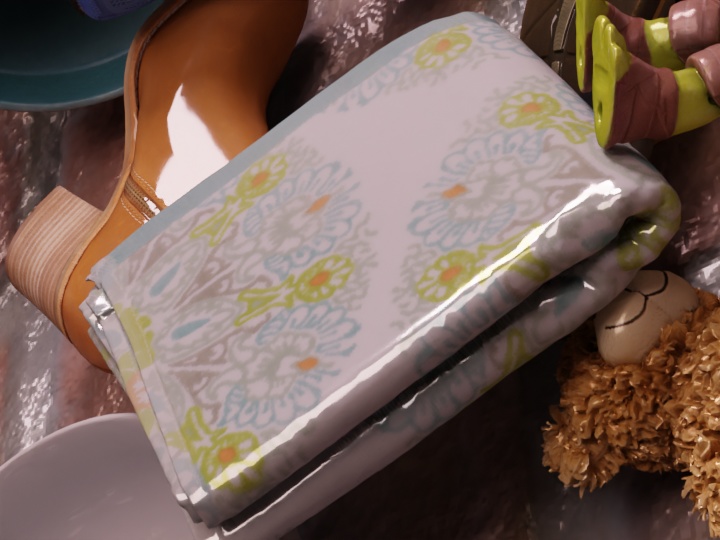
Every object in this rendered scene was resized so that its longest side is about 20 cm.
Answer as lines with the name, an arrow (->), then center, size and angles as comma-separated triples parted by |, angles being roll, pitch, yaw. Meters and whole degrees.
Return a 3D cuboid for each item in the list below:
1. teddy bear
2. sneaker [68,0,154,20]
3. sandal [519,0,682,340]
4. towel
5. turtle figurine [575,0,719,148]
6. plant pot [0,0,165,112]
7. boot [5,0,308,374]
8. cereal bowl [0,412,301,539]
teddy bear -> 0.145, 0.032, 0.715 | 0.200, 0.067, 0.145 | 27, 80, 48
sneaker -> -0.036, -0.162, 0.928 | 0.200, 0.079, 0.089 | -31, 51, 0
sandal -> 0.101, -0.069, 0.837 | 0.082, 0.055, 0.200 | -4, 75, 56
towel -> 0.000, 0.000, 0.788 | 0.200, 0.048, 0.171 | -37, 35, 1
turtle figurine -> 0.156, -0.079, 0.755 | 0.161, 0.064, 0.200 | -2, 41, -1
plant pot -> -0.161, -0.206, 1.070 | 0.200, 0.200, 0.188 | -43, 28, 11
boot -> -0.050, -0.038, 0.938 | 0.155, 0.077, 0.200 | 28, 73, 41
cereal bowl -> -0.091, 0.159, 0.831 | 0.200, 0.083, 0.200 | -24, 49, 30
